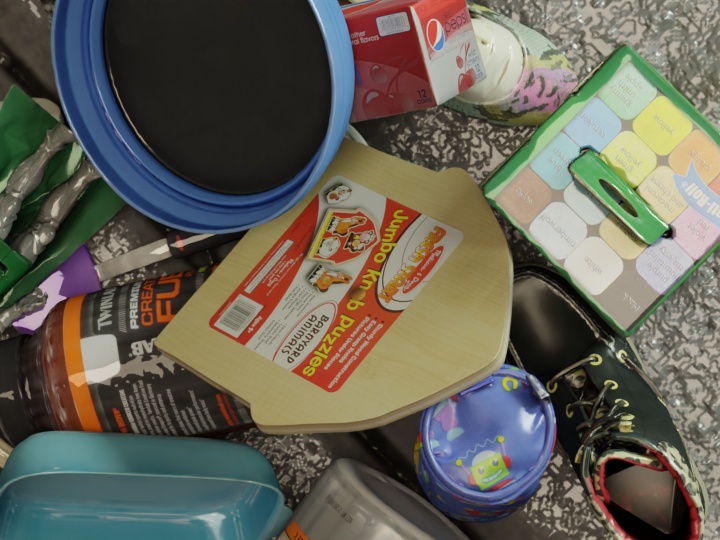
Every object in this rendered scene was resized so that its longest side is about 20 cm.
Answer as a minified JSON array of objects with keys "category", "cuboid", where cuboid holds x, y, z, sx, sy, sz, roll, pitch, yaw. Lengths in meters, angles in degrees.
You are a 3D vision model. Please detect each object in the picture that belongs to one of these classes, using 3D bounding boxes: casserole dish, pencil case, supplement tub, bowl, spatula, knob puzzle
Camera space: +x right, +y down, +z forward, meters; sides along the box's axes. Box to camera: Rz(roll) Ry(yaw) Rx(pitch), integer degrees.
[{"category":"casserole dish","cuboid":[-0.141,0.138,1.400,0.199,0.121,0.039,4,58,-16]},{"category":"pencil case","cuboid":[0.071,0.103,1.342,0.078,0.200,0.087,-12,80,-2]},{"category":"supplement tub","cuboid":[-0.127,0.058,1.411,0.199,0.107,0.107,-13,90,7]},{"category":"bowl","cuboid":[-0.092,-0.122,1.340,0.200,0.039,0.201,11,112,28]},{"category":"spatula","cuboid":[-0.136,-0.010,1.453,0.199,0.021,0.057,-19,90,7]},{"category":"supplement tub","cuboid":[-0.023,0.227,1.393,0.122,0.123,0.200,35,95,5]},{"category":"knob puzzle","cuboid":[0.007,0.022,1.311,0.219,0.030,0.220,-12,50,15]}]

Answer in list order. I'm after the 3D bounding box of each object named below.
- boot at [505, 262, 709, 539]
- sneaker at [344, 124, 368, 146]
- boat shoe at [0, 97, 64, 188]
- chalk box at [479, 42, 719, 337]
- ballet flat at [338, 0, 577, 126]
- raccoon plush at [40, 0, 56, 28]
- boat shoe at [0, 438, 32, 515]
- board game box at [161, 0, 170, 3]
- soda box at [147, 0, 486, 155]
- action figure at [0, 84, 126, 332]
[{"category":"boot","cuboid":[0.144,0.084,1.351,0.073,0.154,0.204,-34,88,6]},{"category":"sneaker","cuboid":[0.000,0.000,1.416,0.071,0.099,0.200,-22,57,6]},{"category":"boat shoe","cuboid":[-0.270,-0.038,1.436,0.200,0.069,0.072,-37,43,-23]},{"category":"chalk box","cuboid":[0.157,-0.047,1.324,0.125,0.200,0.124,45,96,4]},{"category":"ballet flat","cuboid":[0.041,-0.148,1.402,0.200,0.071,0.069,29,90,5]},{"category":"raccoon plush","cuboid":[-0.153,-0.223,1.435,0.134,0.097,0.200,-23,112,-4]},{"category":"boat shoe","cuboid":[-0.281,0.078,1.449,0.063,0.071,0.200,-38,82,-4]},{"category":"board game box","cuboid":[-0.038,-0.238,1.373,0.199,0.023,0.105,-16,89,0]},{"category":"soda box","cuboid":[-0.029,-0.122,1.369,0.200,0.070,0.064,-8,106,33]},{"category":"action figure","cuboid":[-0.234,-0.002,1.406,0.118,0.055,0.200,40,87,-34]}]
